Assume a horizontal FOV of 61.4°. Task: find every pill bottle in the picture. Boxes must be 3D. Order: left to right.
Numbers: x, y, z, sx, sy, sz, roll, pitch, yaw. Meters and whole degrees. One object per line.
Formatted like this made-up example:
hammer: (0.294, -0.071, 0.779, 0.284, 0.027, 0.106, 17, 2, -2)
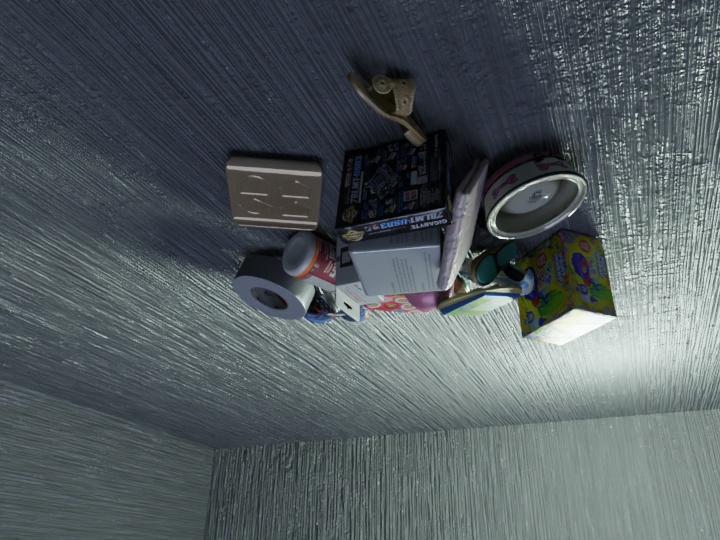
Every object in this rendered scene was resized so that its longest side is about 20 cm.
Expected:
pill bottle: (-0.078, -0.010, 1.441, 0.109, 0.110, 0.200, -24, 144, 39)

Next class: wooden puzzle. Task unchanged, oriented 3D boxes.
wooden puzzle: (-0.172, -0.160, 1.231, 0.184, 0.046, 0.200, 3, 148, -5)

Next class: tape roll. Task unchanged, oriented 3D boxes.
tape roll: (-0.220, 0.046, 1.537, 0.200, 0.066, 0.201, 18, 151, 10)

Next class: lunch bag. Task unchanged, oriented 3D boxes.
lunch bag: (0.107, 0.062, 1.604, 0.199, 0.082, 0.176, 4, 153, -7)

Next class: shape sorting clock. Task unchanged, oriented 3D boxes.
shape sorting clock: (0.272, 0.066, 1.397, 0.199, 0.039, 0.200, -13, 161, -4)

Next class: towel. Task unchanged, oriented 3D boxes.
towel: (0.190, -0.090, 1.130, 0.032, 0.191, 0.201, 15, 124, 15)

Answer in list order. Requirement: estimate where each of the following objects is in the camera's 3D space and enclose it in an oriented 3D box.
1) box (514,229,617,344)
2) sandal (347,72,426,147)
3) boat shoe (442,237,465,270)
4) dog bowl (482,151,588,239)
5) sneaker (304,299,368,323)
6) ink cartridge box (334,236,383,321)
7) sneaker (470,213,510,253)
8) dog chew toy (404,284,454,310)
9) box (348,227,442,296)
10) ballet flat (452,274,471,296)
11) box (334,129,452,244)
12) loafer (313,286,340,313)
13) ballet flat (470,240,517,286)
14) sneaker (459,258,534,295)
box: (0.474, 0.044, 1.429, 0.122, 0.201, 0.193, 11, 150, -19)
sandal: (0.064, -0.279, 0.982, 0.070, 0.078, 0.211, -36, 145, 20)
boat shoe: (0.202, -0.045, 1.354, 0.071, 0.061, 0.201, 15, -171, -2)
dog bowl: (0.324, -0.146, 1.163, 0.199, 0.074, 0.200, -12, 150, -7)
sneaker: (-0.072, 0.098, 1.707, 0.199, 0.076, 0.079, -3, 145, -10)
ink cartridge box: (0.000, 0.000, 1.359, 0.066, 0.201, 0.116, -13, 150, 25)
sneaker: (0.260, -0.102, 1.295, 0.114, 0.077, 0.199, -17, 151, 27)
dog chew toy: (0.134, 0.002, 1.440, 0.124, 0.125, 0.200, -22, 121, 37)
box: (0.074, -0.079, 1.207, 0.171, 0.201, 0.199, -5, 153, 8)
ballet flat: (0.247, 0.055, 1.556, 0.065, 0.071, 0.200, -39, 156, 7)
box: (0.061, -0.149, 1.070, 0.198, 0.201, 0.050, -11, 139, 19)
loafer: (-0.105, 0.031, 1.574, 0.068, 0.071, 0.201, 3, 142, 39)
ballet flat: (0.288, -0.014, 1.377, 0.063, 0.069, 0.200, -4, -163, 42)
sneaker: (0.321, -0.001, 1.459, 0.199, 0.072, 0.073, 18, 130, 27)
